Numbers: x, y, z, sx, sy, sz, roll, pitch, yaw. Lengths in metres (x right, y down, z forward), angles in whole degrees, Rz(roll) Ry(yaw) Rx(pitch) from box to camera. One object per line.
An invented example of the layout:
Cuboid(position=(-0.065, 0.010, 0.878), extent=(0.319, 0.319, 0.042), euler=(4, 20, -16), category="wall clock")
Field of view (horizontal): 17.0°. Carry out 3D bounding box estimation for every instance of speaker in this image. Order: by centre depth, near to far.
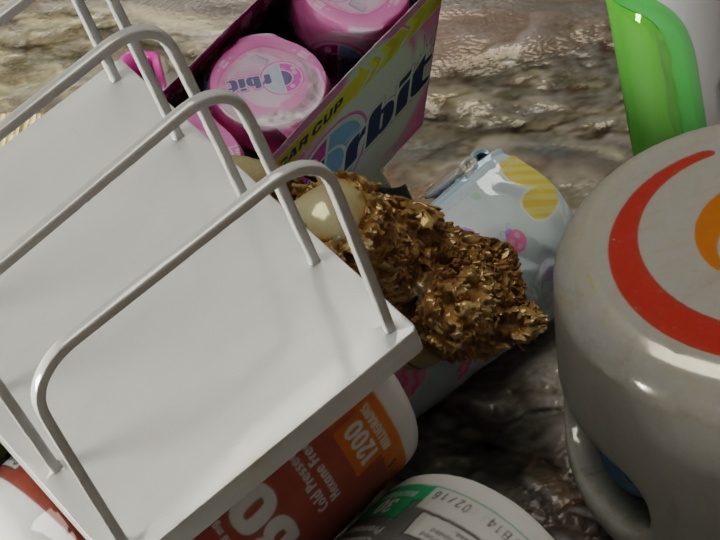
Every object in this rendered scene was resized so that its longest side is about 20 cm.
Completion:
Cuboid(position=(0.165, -0.083, 1.149), extent=(0.088, 0.201, 0.089), euler=(-10, 31, 6), category="speaker")

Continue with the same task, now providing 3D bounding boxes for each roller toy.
Cuboid(position=(0.175, 0.038, 1.012), extent=(0.181, 0.140, 0.200), euler=(13, 46, 23), category="roller toy")

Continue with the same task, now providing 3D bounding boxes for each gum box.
Cuboid(position=(-0.045, -0.063, 1.163), extent=(0.066, 0.114, 0.200), euler=(32, 58, 16), category="gum box")

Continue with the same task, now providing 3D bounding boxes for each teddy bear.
Cuboid(position=(0.000, 0.000, 1.026), extent=(0.144, 0.067, 0.200), euler=(14, -4, 17), category="teddy bear")

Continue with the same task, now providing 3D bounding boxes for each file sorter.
Cuboid(position=(-0.102, -0.018, 0.875), extent=(0.139, 0.125, 0.200), euler=(-39, 54, -13), category="file sorter")

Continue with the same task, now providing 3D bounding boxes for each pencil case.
Cuboid(position=(0.018, 0.023, 1.150), extent=(0.200, 0.091, 0.083), euler=(-36, 39, -29), category="pencil case")

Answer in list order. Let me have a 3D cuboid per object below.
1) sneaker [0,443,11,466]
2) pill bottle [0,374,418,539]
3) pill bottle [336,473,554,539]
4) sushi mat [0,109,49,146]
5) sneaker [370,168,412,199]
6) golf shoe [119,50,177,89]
Cuboid(position=(-0.179, 0.069, 0.961), extent=(0.200, 0.085, 0.074), euler=(-35, -5, -47), category="sneaker")
Cuboid(position=(-0.080, 0.097, 0.934), extent=(0.200, 0.112, 0.112), euler=(-45, 40, -17), category="pill bottle")
Cuboid(position=(-0.008, 0.175, 0.895), extent=(0.113, 0.114, 0.200), euler=(14, 41, 39), category="pill bottle")
Cuboid(position=(-0.188, -0.002, 1.268), extent=(0.095, 0.012, 0.201), euler=(-4, 59, 20), category="sushi mat")
Cuboid(position=(-0.040, -0.013, 1.238), extent=(0.129, 0.080, 0.199), euler=(-13, 20, 20), category="sneaker")
Cuboid(position=(-0.155, -0.046, 1.331), extent=(0.075, 0.092, 0.200), euler=(7, 40, 30), category="golf shoe")
